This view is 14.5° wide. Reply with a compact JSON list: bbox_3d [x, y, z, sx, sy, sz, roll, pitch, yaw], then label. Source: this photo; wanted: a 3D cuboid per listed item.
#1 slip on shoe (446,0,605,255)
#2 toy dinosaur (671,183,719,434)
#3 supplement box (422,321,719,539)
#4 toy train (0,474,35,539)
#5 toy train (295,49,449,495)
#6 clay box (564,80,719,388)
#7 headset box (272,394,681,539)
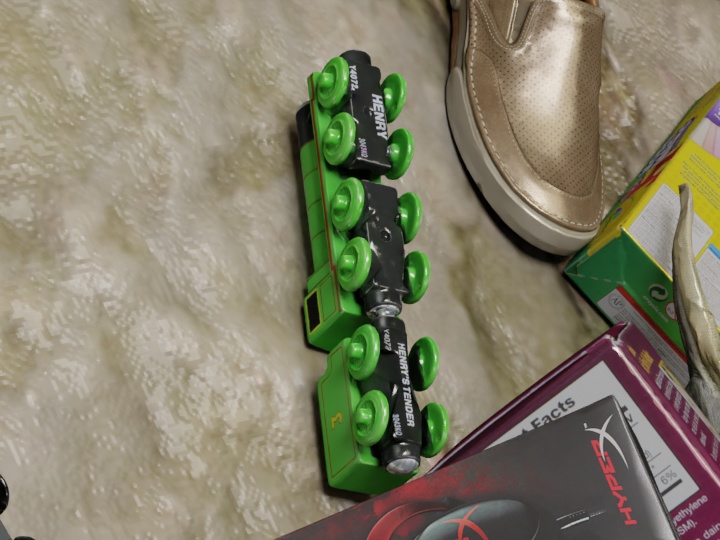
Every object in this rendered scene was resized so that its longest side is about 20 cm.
[{"bbox_3d":[0.084,-0.103,1.311,0.076,0.061,0.200,19,49,-31],"label":"slip on shoe"},{"bbox_3d":[0.162,0.055,1.212,0.047,0.088,0.201,-3,83,-23],"label":"toy dinosaur"},{"bbox_3d":[0.122,0.129,1.105,0.200,0.103,0.131,53,8,4],"label":"supplement box"},{"bbox_3d":[-0.140,0.094,0.979,0.200,0.046,0.034,58,30,5],"label":"toy train"},{"bbox_3d":[0.000,0.000,1.163,0.042,0.056,0.200,13,53,-29],"label":"toy train"},{"bbox_3d":[0.186,-0.018,1.349,0.115,0.048,0.200,47,41,-4],"label":"clay box"},{"bbox_3d":[0.030,0.154,0.992,0.075,0.200,0.149,52,16,-71],"label":"headset box"}]
